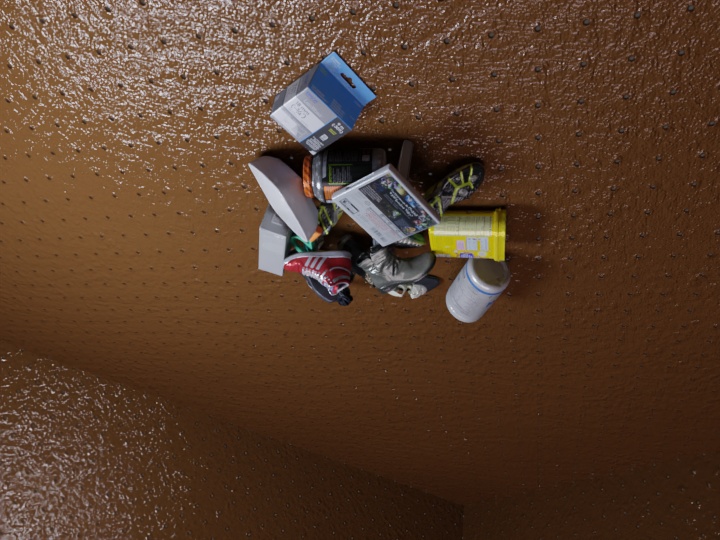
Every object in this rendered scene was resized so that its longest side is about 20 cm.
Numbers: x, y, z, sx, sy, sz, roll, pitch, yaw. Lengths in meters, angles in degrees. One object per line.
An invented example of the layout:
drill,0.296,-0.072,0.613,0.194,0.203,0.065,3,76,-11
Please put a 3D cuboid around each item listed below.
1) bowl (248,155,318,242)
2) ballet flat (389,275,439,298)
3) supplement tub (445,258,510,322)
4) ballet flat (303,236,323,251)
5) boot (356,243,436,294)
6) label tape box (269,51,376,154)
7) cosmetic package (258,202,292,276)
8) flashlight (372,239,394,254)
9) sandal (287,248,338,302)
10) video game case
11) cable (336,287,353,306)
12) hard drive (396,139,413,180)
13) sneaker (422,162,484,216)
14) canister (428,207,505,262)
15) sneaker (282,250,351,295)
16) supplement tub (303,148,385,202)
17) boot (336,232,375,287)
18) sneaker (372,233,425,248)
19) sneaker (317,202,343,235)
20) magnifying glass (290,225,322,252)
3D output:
bowl,-0.183,-0.191,1.497,0.074,0.200,0.202,-37,138,-10
ballet flat,0.144,0.051,1.821,0.192,0.075,0.074,6,146,6
supplement tub,0.335,0.046,1.703,0.127,0.135,0.202,14,147,-5
ballet flat,-0.131,-0.096,1.697,0.062,0.069,0.202,-17,151,-14
boot,0.094,-0.024,1.576,0.196,0.069,0.131,-27,123,20
label tape box,-0.084,-0.360,1.301,0.197,0.065,0.143,-22,135,39
cosmetic package,-0.240,-0.088,1.697,0.087,0.109,0.202,16,144,-3
flashlight,0.069,-0.041,1.711,0.065,0.070,0.203,5,145,5
sandal,-0.131,0.015,1.702,0.200,0.075,0.043,45,153,21
video game case,0.060,-0.144,1.367,0.178,0.024,0.199,-20,134,38
cable,-0.093,0.043,1.793,0.199,0.050,0.166,42,156,32
hard drive,0.089,-0.192,1.429,0.025,0.135,0.202,12,146,-1
sneaker,0.210,-0.200,1.436,0.198,0.078,0.075,-35,120,25
canister,0.282,-0.094,1.558,0.193,0.089,0.150,2,147,15
sneaker,-0.119,0.011,1.636,0.192,0.116,0.072,-6,159,2
supplement tub,-0.034,-0.225,1.412,0.192,0.126,0.124,1,146,5
boot,0.000,0.000,1.732,0.149,0.073,0.203,36,146,24
sneaker,0.111,-0.113,1.585,0.077,0.093,0.197,-4,167,40
sneaker,-0.067,-0.189,1.544,0.074,0.077,0.202,35,125,1
magnifying glass,-0.142,-0.083,1.616,0.079,0.023,0.199,42,155,-7
